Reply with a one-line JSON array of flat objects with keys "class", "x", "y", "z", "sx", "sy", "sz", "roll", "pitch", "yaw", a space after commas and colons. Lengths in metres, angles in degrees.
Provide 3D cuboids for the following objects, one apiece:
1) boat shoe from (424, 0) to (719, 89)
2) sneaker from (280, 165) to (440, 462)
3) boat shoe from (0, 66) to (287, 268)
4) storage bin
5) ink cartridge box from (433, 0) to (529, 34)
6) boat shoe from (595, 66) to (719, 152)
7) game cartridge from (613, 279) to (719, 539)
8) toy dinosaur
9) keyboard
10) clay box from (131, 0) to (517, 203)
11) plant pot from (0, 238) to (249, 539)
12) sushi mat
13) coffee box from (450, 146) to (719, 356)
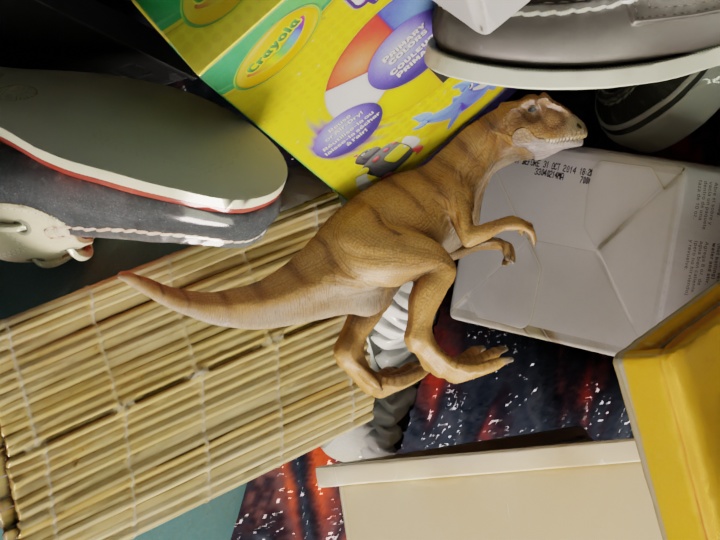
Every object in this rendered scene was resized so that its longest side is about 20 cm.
[{"class": "boat shoe", "x": 0.119, "y": -0.105, "z": 0.932, "sx": 0.201, "sy": 0.072, "sz": 0.061, "roll": -8, "pitch": 116, "yaw": -10}, {"class": "sneaker", "x": -0.006, "y": 0.017, "z": 1.128, "sx": 0.081, "sy": 0.075, "sz": 0.200, "roll": 13, "pitch": 147, "yaw": 3}, {"class": "boat shoe", "x": -0.120, "y": -0.034, "z": 0.933, "sx": 0.200, "sy": 0.071, "sz": 0.063, "roll": 12, "pitch": 117, "yaw": 15}, {"class": "storage bin", "x": 0.126, "y": 0.110, "z": 1.116, "sx": 0.200, "sy": 0.094, "sz": 0.199, "roll": -10, "pitch": 177, "yaw": 42}, {"class": "ink cartridge box", "x": 0.055, "y": -0.187, "z": 0.789, "sx": 0.200, "sy": 0.145, "sz": 0.084, "roll": -40, "pitch": 145, "yaw": -16}, {"class": "boat shoe", "x": 0.130, "y": -0.129, "z": 1.013, "sx": 0.064, "sy": 0.071, "sz": 0.200, "roll": 12, "pitch": 130, "yaw": -23}, {"class": "game cartridge", "x": 0.179, "y": 0.089, "z": 1.005, "sx": 0.032, "sy": 0.200, "sz": 0.176, "roll": -6, "pitch": -162, "yaw": 43}, {"class": "toy dinosaur", "x": 0.000, "y": 0.000, "z": 0.997, "sx": 0.200, "sy": 0.060, "sz": 0.106, "roll": -31, "pitch": 108, "yaw": -25}, {"class": "keyboard", "x": -0.135, "y": -0.105, "z": 0.916, "sx": 0.127, "sy": 0.021, "sz": 0.200, "roll": -11, "pitch": 156, "yaw": 41}, {"class": "clay box", "x": 0.000, "y": -0.096, "z": 0.946, "sx": 0.115, "sy": 0.048, "sz": 0.200, "roll": -42, "pitch": 156, "yaw": 5}, {"class": "plant pot", "x": -0.128, "y": 0.058, "z": 1.009, "sx": 0.141, "sy": 0.141, "sz": 0.200, "roll": 32, "pitch": 80, "yaw": -47}, {"class": "sushi mat", "x": -0.063, "y": 0.040, "z": 0.969, "sx": 0.012, "sy": 0.096, "sz": 0.200, "roll": 1, "pitch": -165, "yaw": 39}, {"class": "coffee box", "x": 0.151, "y": -0.002, "z": 1.096, "sx": 0.200, "sy": 0.114, "sz": 0.080, "roll": 6, "pitch": 95, "yaw": -42}]
